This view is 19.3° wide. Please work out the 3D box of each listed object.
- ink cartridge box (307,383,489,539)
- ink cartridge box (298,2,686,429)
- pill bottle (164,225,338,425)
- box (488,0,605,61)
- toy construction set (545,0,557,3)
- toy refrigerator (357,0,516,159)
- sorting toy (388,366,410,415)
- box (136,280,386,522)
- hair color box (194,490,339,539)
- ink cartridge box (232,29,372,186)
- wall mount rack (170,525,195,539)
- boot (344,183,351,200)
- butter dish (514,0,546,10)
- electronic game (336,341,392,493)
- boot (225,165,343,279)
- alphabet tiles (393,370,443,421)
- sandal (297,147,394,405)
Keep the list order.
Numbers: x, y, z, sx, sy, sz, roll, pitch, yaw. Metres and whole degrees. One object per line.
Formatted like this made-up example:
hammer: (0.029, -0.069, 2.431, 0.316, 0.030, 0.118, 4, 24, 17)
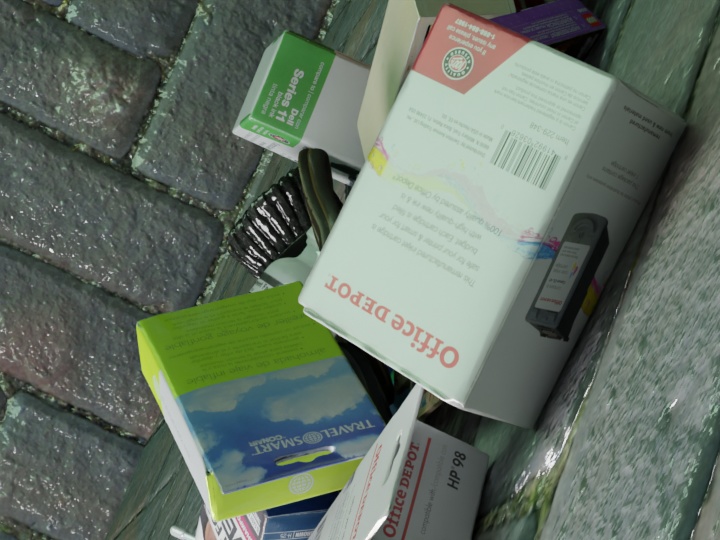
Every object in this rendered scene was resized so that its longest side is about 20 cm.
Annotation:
ink cartridge box: (0.015, 0.171, 1.263, 0.200, 0.066, 0.116, -58, 10, 43)
ink cartridge box: (0.074, -0.033, 1.219, 0.147, 0.085, 0.201, 31, 98, 40)
pill bottle: (-0.048, 0.064, 1.603, 0.201, 0.116, 0.116, -53, 7, -4)
box: (0.083, -0.103, 1.542, 0.136, 0.039, 0.201, -21, -29, -47)
toy construction set: (0.180, -0.292, 1.544, 0.200, 0.092, 0.131, -50, -6, 36)
toy refrigerator: (0.054, -0.146, 1.586, 0.201, 0.075, 0.070, 107, 155, -53)
sorting toy: (0.009, 0.124, 1.560, 0.201, 0.036, 0.185, -67, 9, -18)
box: (-0.062, 0.087, 1.377, 0.200, 0.121, 0.048, -123, 24, -52)
hair color box: (-0.071, 0.206, 1.438, 0.100, 0.060, 0.201, -122, 36, -47)
ink cartridge box: (0.004, -0.117, 1.767, 0.147, 0.199, 0.084, 170, 123, -81)
wall mount rack: (-0.154, 0.302, 1.927, 0.201, 0.074, 0.174, -65, 8, -12)
boot: (0.021, -0.063, 1.937, 0.162, 0.073, 0.200, 145, 143, -79)
butter dish: (0.086, -0.268, 1.692, 0.201, 0.147, 0.200, -68, -26, -23)
electronic game: (-0.026, 0.149, 1.456, 0.200, 0.041, 0.202, -23, 65, 62)
boot: (-0.061, 0.037, 1.707, 0.211, 0.158, 0.079, -48, -7, 4)
alphabet tiles: (0.043, 0.014, 1.377, 0.200, 0.007, 0.169, 122, 151, -74)
sandal: (0.000, 0.000, 1.508, 0.082, 0.054, 0.201, 83, 173, -62)
